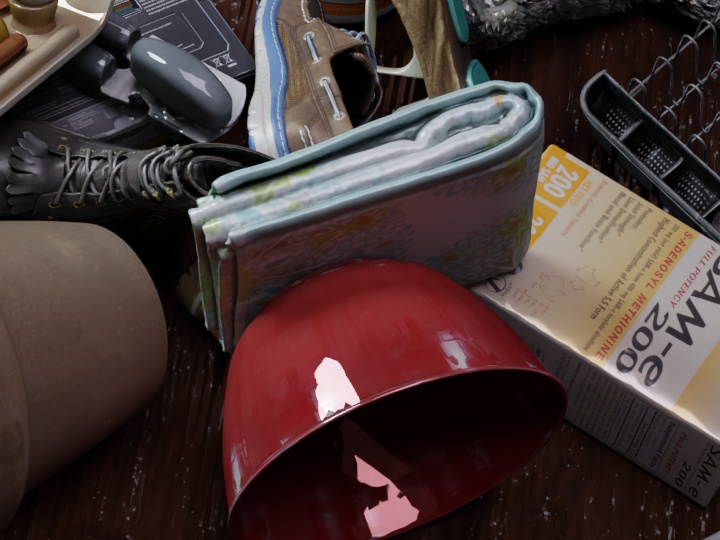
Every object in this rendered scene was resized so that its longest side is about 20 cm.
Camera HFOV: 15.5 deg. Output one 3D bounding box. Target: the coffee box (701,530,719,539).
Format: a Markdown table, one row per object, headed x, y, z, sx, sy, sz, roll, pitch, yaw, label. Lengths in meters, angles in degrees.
| x | y | z | sx | sy | sz | roll | pitch | yaw | label |
| --- | --- | --- | --- | --- | --- | --- | --- | --- | --- |
| 0.187 | 0.221 | 1.463 | 0.200 | 0.080 | 0.114 | -23 | 63 | -23 | coffee box |

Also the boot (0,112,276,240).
| x | y | z | sx | sy | sz | roll | pitch | yaw | label |
| --- | --- | --- | --- | --- | --- | --- | --- | --- | --- |
| -0.136 | -0.056 | 1.510 | 0.200 | 0.174 | 0.069 | 7 | 86 | -30 | boot |

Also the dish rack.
| x | y | z | sx | sy | sz | roll | pitch | yaw | label |
| --- | --- | --- | --- | --- | --- | --- | --- | --- | --- |
| 0.256 | -0.109 | 1.698 | 0.200 | 0.055 | 0.153 | -40 | 71 | -15 | dish rack |

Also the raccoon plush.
| x | y | z | sx | sy | sz | roll | pitch | yaw | label |
| --- | --- | --- | --- | --- | --- | --- | --- | --- | --- |
| 0.149 | -0.174 | 1.725 | 0.200 | 0.097 | 0.134 | 20 | 63 | 3 | raccoon plush |

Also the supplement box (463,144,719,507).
| x | y | z | sx | sy | sz | roll | pitch | yaw | label |
| --- | --- | --- | --- | --- | --- | --- | --- | --- | --- |
| 0.161 | 0.031 | 1.592 | 0.200 | 0.074 | 0.126 | 32 | 57 | 11 | supplement box |

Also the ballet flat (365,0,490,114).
| x | y | z | sx | sy | sz | roll | pitch | yaw | label |
| --- | --- | --- | --- | --- | --- | --- | --- | --- | --- |
| 0.044 | -0.127 | 1.659 | 0.072 | 0.200 | 0.068 | -16 | 12 | 15 | ballet flat |

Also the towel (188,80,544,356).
| x | y | z | sx | sy | sz | roll | pitch | yaw | label |
| --- | --- | --- | --- | --- | --- | --- | --- | --- | --- |
| 0.004 | -0.026 | 1.469 | 0.200 | 0.171 | 0.048 | -17 | 68 | -9 | towel |

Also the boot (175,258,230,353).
| x | y | z | sx | sy | sz | roll | pitch | yaw | label |
| --- | --- | --- | --- | --- | --- | --- | --- | --- | --- |
| 0.000 | 0.000 | 1.591 | 0.200 | 0.075 | 0.107 | -34 | 72 | -20 | boot |

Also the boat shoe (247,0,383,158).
| x | y | z | sx | sy | sz | roll | pitch | yaw | label |
| --- | --- | --- | --- | --- | --- | --- | --- | --- | --- |
| -0.024 | -0.113 | 1.631 | 0.072 | 0.072 | 0.200 | -11 | 37 | 9 | boat shoe |

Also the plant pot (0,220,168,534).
| x | y | z | sx | sy | sz | roll | pitch | yaw | label |
| --- | --- | --- | --- | --- | --- | --- | --- | --- | --- |
| -0.204 | 0.047 | 1.461 | 0.175 | 0.200 | 0.200 | -18 | 60 | -40 | plant pot |

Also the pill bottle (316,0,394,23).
| x | y | z | sx | sy | sz | roll | pitch | yaw | label |
| --- | --- | --- | --- | --- | --- | --- | --- | --- | --- |
| -0.006 | -0.259 | 1.679 | 0.110 | 0.200 | 0.110 | 4 | 52 | -5 | pill bottle |

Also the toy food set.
| x | y | z | sx | sy | sz | roll | pitch | yaw | label |
| --- | --- | --- | --- | --- | --- | --- | --- | --- | --- |
| -0.249 | -0.149 | 1.522 | 0.143 | 0.060 | 0.200 | 21 | 39 | 19 | toy food set |

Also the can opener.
| x | y | z | sx | sy | sz | roll | pitch | yaw | label |
| --- | --- | --- | --- | --- | --- | --- | --- | --- | --- |
| -0.156 | -0.140 | 1.602 | 0.200 | 0.066 | 0.053 | 28 | 57 | 14 | can opener |

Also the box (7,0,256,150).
| x | y | z | sx | sy | sz | roll | pitch | yaw | label |
| --- | --- | --- | --- | --- | --- | --- | --- | --- | --- |
| -0.188 | -0.132 | 1.655 | 0.200 | 0.048 | 0.158 | -25 | 64 | -25 | box |

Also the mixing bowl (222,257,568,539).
| x | y | z | sx | sy | sz | roll | pitch | yaw | label |
| --- | --- | --- | --- | --- | --- | --- | --- | --- | --- |
| 0.003 | 0.063 | 1.460 | 0.200 | 0.200 | 0.108 | -13 | 63 | -19 | mixing bowl |
